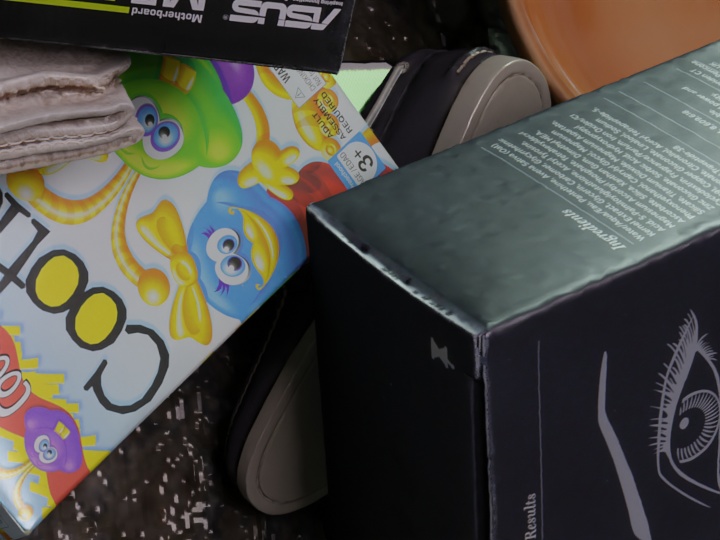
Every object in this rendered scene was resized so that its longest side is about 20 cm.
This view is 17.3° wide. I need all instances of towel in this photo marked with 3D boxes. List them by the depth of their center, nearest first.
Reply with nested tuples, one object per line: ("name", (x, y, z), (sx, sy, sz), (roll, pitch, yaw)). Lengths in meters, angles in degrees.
("towel", (-0.166, -0.085, 0.750), (0.132, 0.200, 0.035), (-13, 128, -35))

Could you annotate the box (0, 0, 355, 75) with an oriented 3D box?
("box", (-0.115, -0.130, 0.764), (0.192, 0.200, 0.048), (6, 116, -21))

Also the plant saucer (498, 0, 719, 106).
("plant saucer", (0.146, -0.115, 0.970), (0.199, 0.037, 0.201), (6, 67, -14))

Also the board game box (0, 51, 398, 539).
("board game box", (-0.100, -0.005, 0.810), (0.200, 0.105, 0.103), (-44, 104, -33))

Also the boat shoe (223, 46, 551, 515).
("boat shoe", (0.000, 0.000, 0.907), (0.200, 0.063, 0.073), (-59, 141, -11))

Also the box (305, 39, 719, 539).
("box", (0.091, 0.026, 0.836), (0.199, 0.104, 0.149), (-21, 127, -27))

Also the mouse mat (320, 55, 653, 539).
("mouse mat", (0.056, 0.012, 0.939), (0.160, 0.008, 0.201), (-2, 78, -13))
